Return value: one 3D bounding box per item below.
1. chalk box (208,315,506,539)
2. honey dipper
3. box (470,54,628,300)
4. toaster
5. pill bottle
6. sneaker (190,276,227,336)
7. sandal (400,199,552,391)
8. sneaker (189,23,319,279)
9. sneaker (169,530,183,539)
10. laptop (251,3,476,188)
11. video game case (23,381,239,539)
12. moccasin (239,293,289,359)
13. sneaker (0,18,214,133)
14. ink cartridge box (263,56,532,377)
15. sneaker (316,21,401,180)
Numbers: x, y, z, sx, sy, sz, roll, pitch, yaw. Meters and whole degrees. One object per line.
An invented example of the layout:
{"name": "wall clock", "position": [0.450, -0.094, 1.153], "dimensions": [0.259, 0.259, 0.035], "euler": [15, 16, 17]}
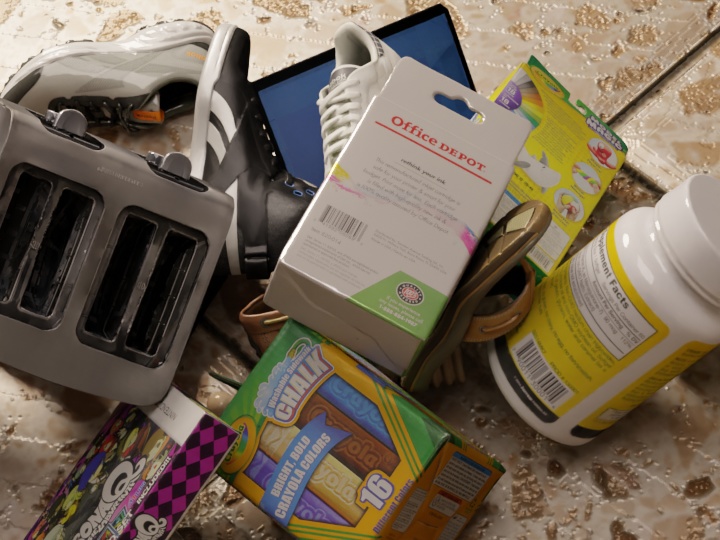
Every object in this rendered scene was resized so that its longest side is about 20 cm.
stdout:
{"name": "chalk box", "position": [-0.021, 0.122, 1.477], "dimensions": [0.200, 0.125, 0.124], "euler": [37, 92, 27]}
{"name": "honey dipper", "position": [-0.020, 0.084, 1.579], "dimensions": [0.199, 0.038, 0.038], "euler": [-10, 54, 4]}
{"name": "box", "position": [0.129, -0.077, 1.604], "dimensions": [0.117, 0.048, 0.200], "euler": [43, 45, -4]}
{"name": "toaster", "position": [-0.208, -0.006, 1.460], "dimensions": [0.180, 0.119, 0.201], "euler": [22, 88, -21]}
{"name": "pill bottle", "position": [0.194, 0.028, 1.478], "dimensions": [0.200, 0.114, 0.115], "euler": [-41, 47, 32]}
{"name": "sneaker", "position": [-0.168, 0.001, 1.648], "dimensions": [0.104, 0.060, 0.200], "euler": [19, 56, 21]}
{"name": "sandal", "position": [0.091, 0.023, 1.483], "dimensions": [0.054, 0.200, 0.080], "euler": [30, 40, -3]}
{"name": "sneaker", "position": [-0.076, -0.088, 1.615], "dimensions": [0.111, 0.073, 0.201], "euler": [8, 79, 2]}
{"name": "sneaker", "position": [-0.168, 0.260, 1.449], "dimensions": [0.074, 0.082, 0.201], "euler": [8, 57, 14]}
{"name": "laptop", "position": [0.035, -0.082, 1.645], "dimensions": [0.176, 0.103, 0.200], "euler": [-23, 55, -7]}
{"name": "video game case", "position": [-0.174, 0.169, 1.443], "dimensions": [0.200, 0.036, 0.181], "euler": [-55, 19, -4]}
{"name": "moccasin", "position": [0.000, -0.001, 1.580], "dimensions": [0.201, 0.078, 0.074], "euler": [-30, 26, -4]}
{"name": "sneaker", "position": [-0.212, -0.151, 1.752], "dimensions": [0.199, 0.074, 0.080], "euler": [-16, 59, -3]}
{"name": "ink cartridge box", "position": [0.030, -0.041, 1.460], "dimensions": [0.117, 0.067, 0.201], "euler": [28, 61, 3]}
{"name": "sneaker", "position": [-0.003, -0.098, 1.561], "dimensions": [0.076, 0.081, 0.201], "euler": [-21, 41, 24]}
